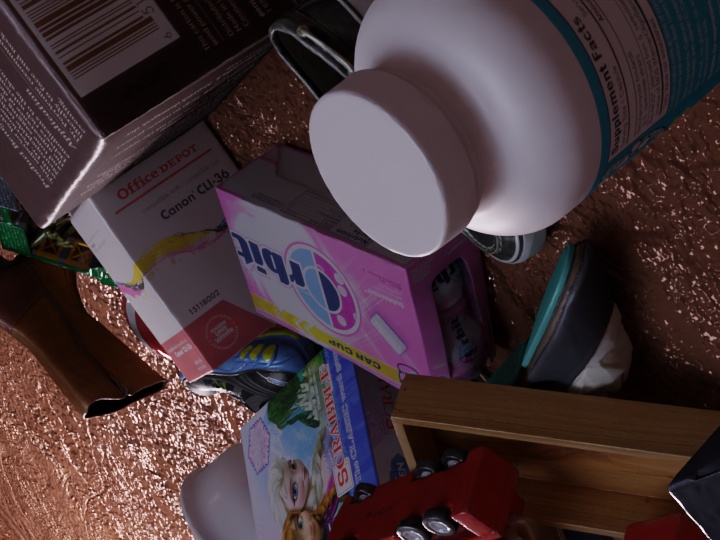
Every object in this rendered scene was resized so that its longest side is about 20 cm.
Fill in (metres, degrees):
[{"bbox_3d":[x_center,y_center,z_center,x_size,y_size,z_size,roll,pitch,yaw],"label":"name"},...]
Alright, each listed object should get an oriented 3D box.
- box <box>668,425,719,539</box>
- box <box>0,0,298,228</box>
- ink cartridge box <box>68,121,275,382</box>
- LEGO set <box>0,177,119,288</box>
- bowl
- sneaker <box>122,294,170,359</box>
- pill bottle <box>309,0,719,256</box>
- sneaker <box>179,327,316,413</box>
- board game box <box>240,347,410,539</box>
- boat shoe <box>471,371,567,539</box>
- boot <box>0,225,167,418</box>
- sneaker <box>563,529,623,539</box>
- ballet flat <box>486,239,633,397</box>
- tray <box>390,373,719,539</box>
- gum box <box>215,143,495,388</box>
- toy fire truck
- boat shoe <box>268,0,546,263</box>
[{"bbox_3d":[0.271,0.111,0.527,0.200,0.117,0.197,49,152,3],"label":"box"},{"bbox_3d":[-0.176,-0.159,0.838,0.166,0.164,0.200,54,153,-4],"label":"box"},{"bbox_3d":[-0.138,-0.030,0.983,0.200,0.116,0.067,53,153,-3],"label":"ink cartridge box"},{"bbox_3d":[-0.251,-0.084,1.136,0.153,0.116,0.200,13,153,9],"label":"LEGO set"},{"bbox_3d":[-0.051,0.210,1.119,0.201,0.091,0.201,36,-167,-10],"label":"bowl"},{"bbox_3d":[-0.145,0.030,1.108,0.115,0.078,0.201,37,150,29],"label":"sneaker"},{"bbox_3d":[0.074,-0.088,0.505,0.111,0.200,0.111,37,149,27],"label":"pill bottle"},{"bbox_3d":[-0.095,0.099,1.117,0.199,0.071,0.083,-9,109,56],"label":"sneaker"},{"bbox_3d":[-0.021,0.173,0.952,0.200,0.041,0.201,-46,48,49],"label":"board game box"},{"bbox_3d":[0.090,0.147,0.846,0.200,0.074,0.067,60,151,33],"label":"boat shoe"},{"bbox_3d":[-0.253,0.040,1.193,0.200,0.188,0.069,37,113,17],"label":"boot"},{"bbox_3d":[0.168,0.254,0.883,0.075,0.088,0.201,5,125,57],"label":"sneaker"},{"bbox_3d":[0.121,0.055,0.756,0.073,0.073,0.200,43,145,17],"label":"ballet flat"},{"bbox_3d":[0.125,0.111,0.740,0.199,0.037,0.099,6,141,22],"label":"tray"},{"bbox_3d":[0.000,0.000,0.862,0.200,0.066,0.114,24,141,42],"label":"gum box"},{"bbox_3d":[0.086,0.166,0.758,0.141,0.049,0.200,37,141,-19],"label":"toy fire truck"},{"bbox_3d":[0.024,-0.076,0.740,0.200,0.064,0.071,50,152,5],"label":"boat shoe"}]
